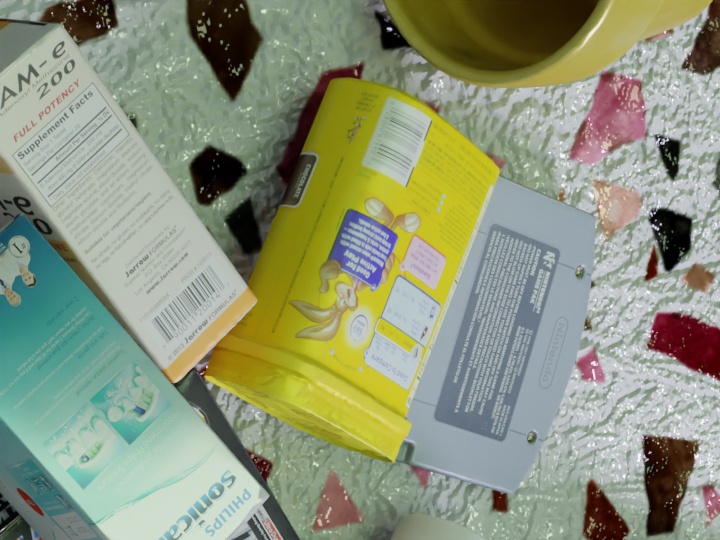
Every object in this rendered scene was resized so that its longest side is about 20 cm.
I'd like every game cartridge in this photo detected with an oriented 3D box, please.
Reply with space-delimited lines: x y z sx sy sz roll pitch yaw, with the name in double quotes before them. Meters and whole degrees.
"game cartridge" 0.088 0.043 1.384 0.133 0.041 0.201 21 85 -40

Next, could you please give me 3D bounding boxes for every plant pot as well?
"plant pot" 0.137 -0.217 1.295 0.188 0.200 0.202 -7 101 -49

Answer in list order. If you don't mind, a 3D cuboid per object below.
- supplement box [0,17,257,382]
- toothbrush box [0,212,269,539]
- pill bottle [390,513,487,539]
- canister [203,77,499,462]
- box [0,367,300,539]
"supplement box" -0.162 -0.040 1.141 0.074 0.126 0.200 -45 118 -20
"toothbrush box" -0.160 0.080 1.112 0.085 0.146 0.200 -45 100 -21
"pill bottle" 0.023 0.262 1.314 0.111 0.111 0.201 42 61 -31
"canister" 0.000 0.000 1.272 0.148 0.086 0.201 34 74 -51
"box" -0.133 0.191 1.240 0.198 0.050 0.201 -41 117 -24
